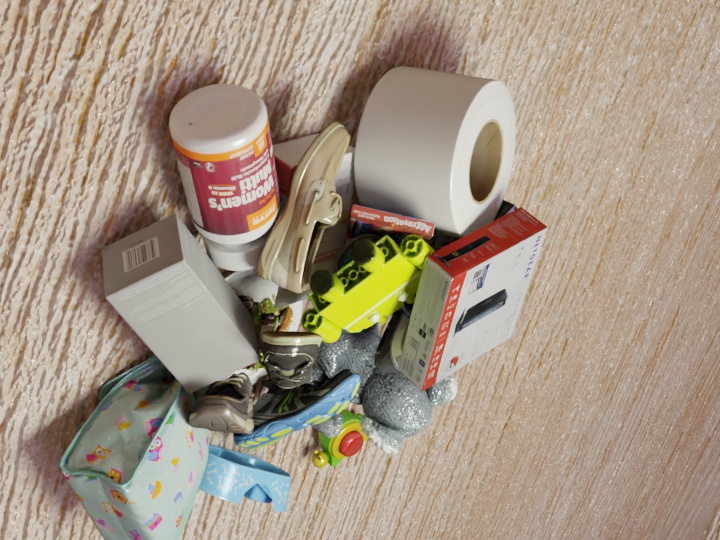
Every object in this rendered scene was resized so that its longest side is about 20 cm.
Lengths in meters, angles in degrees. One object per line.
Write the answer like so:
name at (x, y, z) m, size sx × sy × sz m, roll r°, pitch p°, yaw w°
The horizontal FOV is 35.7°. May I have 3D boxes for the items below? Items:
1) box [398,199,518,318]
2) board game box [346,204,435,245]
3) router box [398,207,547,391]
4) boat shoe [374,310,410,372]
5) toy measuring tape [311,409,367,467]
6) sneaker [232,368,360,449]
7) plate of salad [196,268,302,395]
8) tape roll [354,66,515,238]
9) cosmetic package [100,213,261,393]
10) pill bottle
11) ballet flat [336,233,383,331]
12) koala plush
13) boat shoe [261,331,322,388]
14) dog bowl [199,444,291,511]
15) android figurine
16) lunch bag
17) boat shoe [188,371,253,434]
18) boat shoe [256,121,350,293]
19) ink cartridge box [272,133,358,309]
box at (0.116, -0.023, 1.515) m, size 0.200 × 0.136 × 0.038 m, roll -46°, pitch 120°, yaw -6°
board game box at (0.035, -0.050, 1.420) m, size 0.200 × 0.101 × 0.020 m, roll 108°, pitch -7°, yaw -84°
router box at (0.142, 0.036, 1.430) m, size 0.178 × 0.049 × 0.202 m, roll -27°, pitch 144°, yaw -34°
boat shoe at (0.070, 0.071, 1.560) m, size 0.070 × 0.066 × 0.201 m, roll 51°, pitch 40°, yaw -25°
toy measuring tape at (-0.003, 0.224, 1.711) m, size 0.200 × 0.073 × 0.074 m, roll -43°, pitch 141°, yaw -13°
sneaker at (-0.094, 0.176, 1.519) m, size 0.198 × 0.084 × 0.071 m, roll -24°, pitch 160°, yaw 17°
plate of salad at (-0.150, 0.085, 1.468) m, size 0.199 × 0.048 × 0.202 m, roll -27°, pitch 135°, yaw -30°
tape roll at (0.099, -0.150, 1.423) m, size 0.202 × 0.138 × 0.205 m, roll -37°, pitch 134°, yaw -51°
cosmetic package at (-0.207, 0.043, 1.305) m, size 0.106 × 0.091 × 0.201 m, roll -24°, pitch 137°, yaw 5°
pill bottle at (-0.148, -0.102, 1.274) m, size 0.109 × 0.109 × 0.202 m, roll -33°, pitch 141°, yaw -24°
ballet flat at (0.000, 0.000, 1.464) m, size 0.201 × 0.067 × 0.068 m, roll 110°, pitch -5°, yaw -50°
koala plush at (0.024, 0.167, 1.588) m, size 0.177 × 0.199 × 0.185 m, roll -35°, pitch 138°, yaw -21°
boat shoe at (-0.084, 0.110, 1.354) m, size 0.201 × 0.071 × 0.067 m, roll 108°, pitch -14°, yaw -83°
dog bowl at (-0.172, 0.284, 1.552) m, size 0.199 × 0.111 × 0.050 m, roll 29°, pitch 83°, yaw -52°
android figurine at (0.012, 0.022, 1.369) m, size 0.181 × 0.041 × 0.200 m, roll -36°, pitch 155°, yaw 6°
lunch bag at (-0.263, 0.222, 1.391) m, size 0.172 × 0.120 × 0.201 m, roll 75°, pitch 31°, yaw -45°
boat shoe at (-0.172, 0.164, 1.401) m, size 0.200 × 0.073 × 0.074 m, roll 101°, pitch -8°, yaw -79°
boat shoe at (-0.051, -0.073, 1.296) m, size 0.202 × 0.064 × 0.072 m, roll -65°, pitch 165°, yaw -4°
ink cartridge box at (-0.076, -0.063, 1.413) m, size 0.116 × 0.067 × 0.202 m, roll -19°, pitch 129°, yaw -41°
